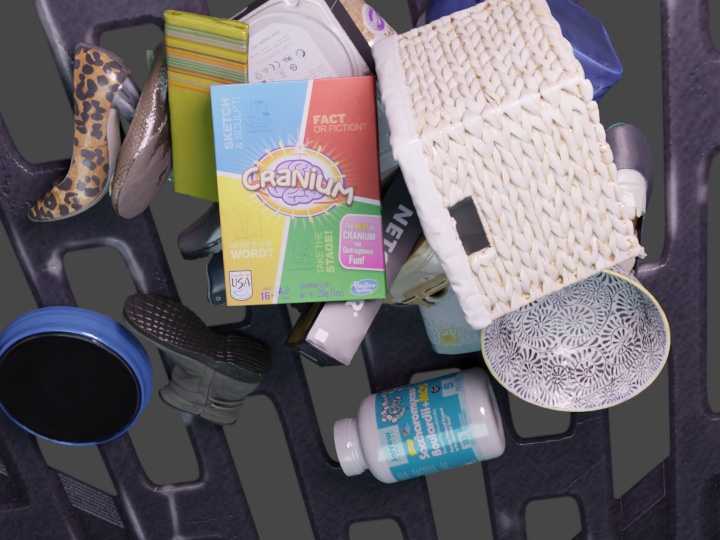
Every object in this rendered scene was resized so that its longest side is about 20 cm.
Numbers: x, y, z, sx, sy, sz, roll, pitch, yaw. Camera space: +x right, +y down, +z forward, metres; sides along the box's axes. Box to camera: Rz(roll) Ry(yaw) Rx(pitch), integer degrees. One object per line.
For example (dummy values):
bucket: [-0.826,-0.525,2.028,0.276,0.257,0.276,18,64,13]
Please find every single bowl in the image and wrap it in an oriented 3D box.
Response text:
bowl: [-0.355,0.135,1.388,0.197,0.040,0.203,0,126,0]
bowl: [0.231,0.049,1.226,0.198,0.095,0.203,5,128,6]

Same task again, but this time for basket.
basket: [0.118,-0.101,0.958,0.159,0.201,0.200,-21,124,8]

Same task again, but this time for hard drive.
hard drive: [-0.044,-0.170,1.079,0.139,0.038,0.201,-24,117,27]

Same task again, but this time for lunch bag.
lunch bag: [0.146,-0.199,1.089,0.198,0.137,0.133,27,122,-19]

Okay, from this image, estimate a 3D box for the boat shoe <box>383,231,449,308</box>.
boat shoe: [0.063,0.008,1.197,0.069,0.074,0.200,33,163,-5]

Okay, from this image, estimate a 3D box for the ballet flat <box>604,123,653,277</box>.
ballet flat: [0.285,-0.059,1.229,0.072,0.073,0.202,-1,125,1]

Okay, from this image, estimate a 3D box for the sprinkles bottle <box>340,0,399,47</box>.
sprinkles bottle: [-0.006,-0.228,1.110,0.068,0.069,0.200,-37,118,24]

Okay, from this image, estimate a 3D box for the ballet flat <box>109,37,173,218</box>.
ballet flat: [-0.207,-0.151,1.127,0.046,0.067,0.202,24,98,22]

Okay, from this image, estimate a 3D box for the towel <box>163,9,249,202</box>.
towel: [-0.145,-0.152,1.089,0.085,0.018,0.202,15,131,13]

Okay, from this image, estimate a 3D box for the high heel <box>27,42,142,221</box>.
high heel: [-0.303,-0.141,1.182,0.198,0.072,0.143,-28,112,19]

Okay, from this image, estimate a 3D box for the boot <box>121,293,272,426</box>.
boot: [-0.215,0.118,1.363,0.198,0.068,0.131,28,127,-17]

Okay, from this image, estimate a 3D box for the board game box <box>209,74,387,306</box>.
board game box: [-0.055,-0.073,1.038,0.151,0.040,0.203,-3,99,4]

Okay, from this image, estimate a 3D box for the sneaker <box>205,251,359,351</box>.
sneaker: [-0.092,0.026,1.276,0.145,0.077,0.204,-24,113,3]

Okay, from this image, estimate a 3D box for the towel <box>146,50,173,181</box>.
towel: [-0.120,-0.158,1.190,0.197,0.024,0.154,2,124,1]

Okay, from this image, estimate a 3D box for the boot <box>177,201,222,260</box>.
boot: [-0.137,-0.110,1.175,0.199,0.070,0.132,-35,114,8]

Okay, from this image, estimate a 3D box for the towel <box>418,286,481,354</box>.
towel: [0.158,0.006,1.291,0.197,0.048,0.173,-12,121,9]

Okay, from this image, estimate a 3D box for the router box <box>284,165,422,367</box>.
router box: [0.000,0.000,1.160,0.052,0.157,0.202,30,79,-7]

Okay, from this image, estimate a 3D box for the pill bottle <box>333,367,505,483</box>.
pill bottle: [0.070,0.194,1.383,0.197,0.111,0.112,-16,124,11]
